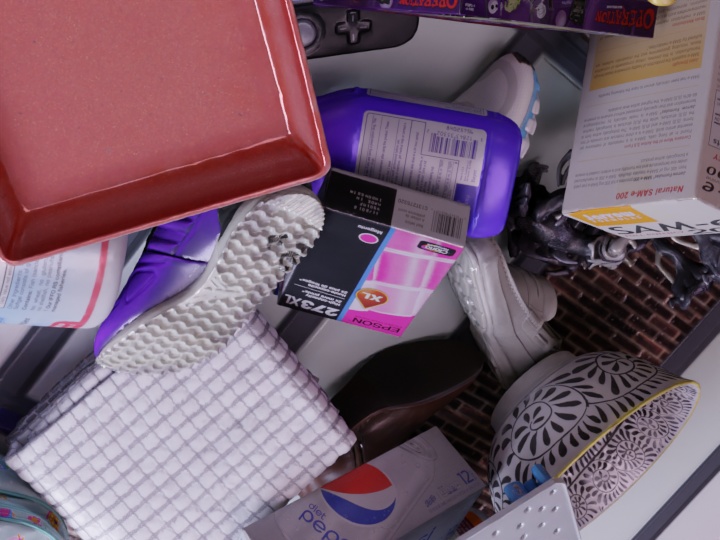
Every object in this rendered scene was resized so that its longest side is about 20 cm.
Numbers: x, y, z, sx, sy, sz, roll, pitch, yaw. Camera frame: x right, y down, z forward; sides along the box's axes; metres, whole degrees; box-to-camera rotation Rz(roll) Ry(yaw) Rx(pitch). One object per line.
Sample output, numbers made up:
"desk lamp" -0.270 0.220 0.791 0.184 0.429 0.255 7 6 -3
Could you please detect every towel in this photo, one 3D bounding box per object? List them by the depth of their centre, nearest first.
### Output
"towel" -0.127 0.112 0.960 0.200 0.086 0.166 -41 105 0

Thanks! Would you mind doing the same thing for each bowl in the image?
"bowl" 0.164 0.128 1.071 0.200 0.094 0.202 -33 152 -20

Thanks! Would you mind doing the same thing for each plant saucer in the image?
"plant saucer" -0.132 -0.116 0.730 0.198 0.037 0.201 -17 126 -3

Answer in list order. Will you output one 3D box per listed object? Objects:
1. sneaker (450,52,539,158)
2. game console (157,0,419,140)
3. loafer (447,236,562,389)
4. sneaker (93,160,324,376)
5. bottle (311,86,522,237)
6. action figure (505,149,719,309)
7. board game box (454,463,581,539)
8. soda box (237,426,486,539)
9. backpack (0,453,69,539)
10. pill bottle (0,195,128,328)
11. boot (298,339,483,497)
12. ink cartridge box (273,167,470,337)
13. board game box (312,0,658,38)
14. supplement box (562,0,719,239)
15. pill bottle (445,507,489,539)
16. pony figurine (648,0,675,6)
"sneaker" 0.045 -0.075 0.949 0.086 0.075 0.201 30 106 -31
"game console" -0.039 -0.195 0.795 0.174 0.117 0.202 -9 126 -9
"loafer" 0.113 0.022 1.032 0.069 0.070 0.200 -31 149 -2
"sneaker" -0.103 -0.016 0.864 0.069 0.100 0.200 19 129 -44
"bottle" 0.004 -0.077 0.890 0.197 0.065 0.085 9 110 0
"action figure" 0.179 -0.043 1.014 0.198 0.103 0.119 17 154 8
"board game box" 0.075 0.247 0.992 0.199 0.026 0.201 -31 138 -7
"soda box" -0.003 0.189 0.981 0.199 0.064 0.069 -22 150 -40
"backpack" -0.301 0.189 0.926 0.199 0.127 0.168 20 108 -37
"pill bottle" -0.249 -0.025 0.818 0.198 0.109 0.110 5 119 -27
"boot" 0.026 0.165 1.109 0.185 0.064 0.202 -22 131 -11
"ink cartridge box" 0.000 0.000 0.916 0.094 0.038 0.200 15 155 -8
"board game box" 0.081 -0.165 0.836 0.199 0.119 0.033 -5 108 -45
"supplement box" 0.215 -0.128 0.900 0.073 0.126 0.203 16 80 -31
"pill bottle" 0.018 0.260 1.068 0.198 0.110 0.111 -9 125 -27
"pony figurine" 0.144 -0.283 0.801 0.165 0.194 0.201 -18 147 -10
